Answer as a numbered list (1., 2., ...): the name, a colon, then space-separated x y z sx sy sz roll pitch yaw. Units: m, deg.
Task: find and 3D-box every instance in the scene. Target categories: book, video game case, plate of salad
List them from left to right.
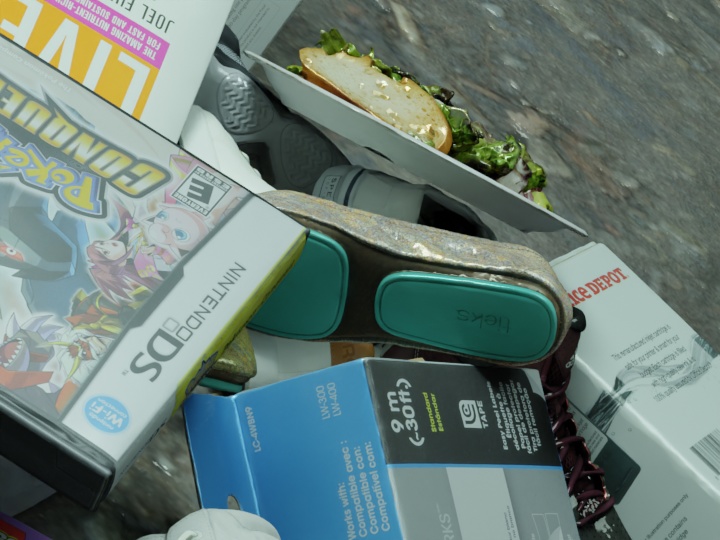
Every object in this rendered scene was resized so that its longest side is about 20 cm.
1. video game case: -0.143 -0.015 1.173 0.200 0.026 0.181 32 42 5
2. book: -0.147 -0.096 1.438 0.133 0.048 0.200 29 49 -14
3. plate of salad: 0.032 -0.073 1.503 0.200 0.048 0.200 27 2 -1

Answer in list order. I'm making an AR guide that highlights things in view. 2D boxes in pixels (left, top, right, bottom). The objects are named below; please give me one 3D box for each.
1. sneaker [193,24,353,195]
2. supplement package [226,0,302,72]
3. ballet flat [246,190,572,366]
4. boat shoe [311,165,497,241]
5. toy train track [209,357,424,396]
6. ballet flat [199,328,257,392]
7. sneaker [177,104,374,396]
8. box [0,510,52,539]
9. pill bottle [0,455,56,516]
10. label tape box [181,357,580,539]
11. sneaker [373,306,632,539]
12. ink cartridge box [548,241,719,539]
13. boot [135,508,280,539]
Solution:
1. sneaker: -0.064 -0.075 1.585 0.200 0.075 0.114 45 10 -16
2. supplement package: -0.106 -0.231 1.700 0.200 0.152 0.151 36 24 -7
3. ballet flat: 0.000 0.000 1.373 0.199 0.068 0.067 15 27 -2
4. boat shoe: 0.042 0.001 1.551 0.067 0.074 0.200 7 -10 28
5. toy train track: -0.034 0.047 1.464 0.114 0.033 0.200 -9 36 -17
6. ballet flat: -0.094 0.014 1.287 0.071 0.071 0.200 29 -10 -20
7. sneaker: -0.045 -0.007 1.458 0.084 0.073 0.200 -5 46 -18
8. box: -0.090 0.183 1.151 0.200 0.039 0.137 32 26 -16
9. pill bottle: -0.191 0.002 1.233 0.111 0.111 0.200 0 45 -54
10. label tape box: 0.017 0.117 1.320 0.200 0.066 0.144 7 66 -52
11. sneaker: 0.096 0.082 1.489 0.200 0.116 0.076 42 25 8
12. ink cartridge box: 0.151 0.090 1.591 0.200 0.083 0.147 45 26 12
13. boot: -0.064 0.144 1.136 0.096 0.074 0.200 41 15 19
